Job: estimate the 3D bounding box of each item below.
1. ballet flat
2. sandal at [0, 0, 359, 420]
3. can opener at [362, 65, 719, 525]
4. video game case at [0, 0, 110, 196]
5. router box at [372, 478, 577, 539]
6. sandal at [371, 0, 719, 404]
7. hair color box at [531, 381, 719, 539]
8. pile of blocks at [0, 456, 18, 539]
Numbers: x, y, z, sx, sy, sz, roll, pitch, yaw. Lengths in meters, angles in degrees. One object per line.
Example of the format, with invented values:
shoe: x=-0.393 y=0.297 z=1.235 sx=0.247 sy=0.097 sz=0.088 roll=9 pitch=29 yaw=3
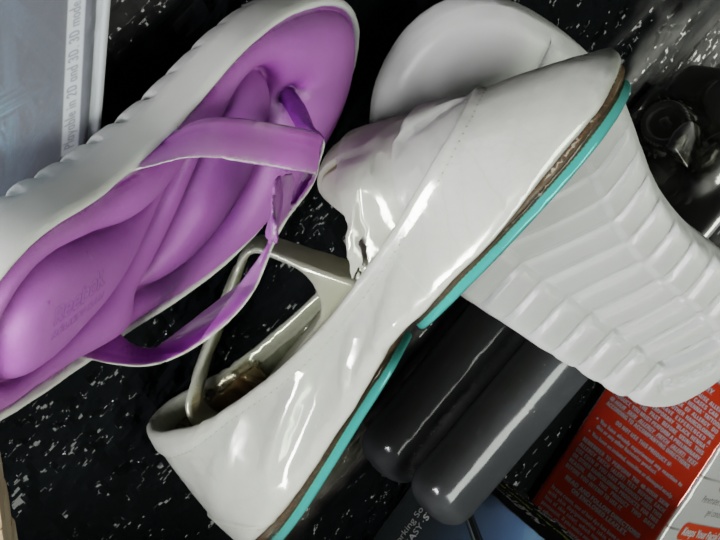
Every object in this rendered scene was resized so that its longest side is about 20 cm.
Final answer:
ballet flat: x=0.000 y=0.000 z=0.794 sx=0.069 sy=0.070 sz=0.200 roll=-1 pitch=134 yaw=-55
sandal: x=-0.047 y=-0.010 z=0.715 sx=0.203 sy=0.050 sz=0.083 roll=-43 pitch=152 yaw=-46
can opener: x=0.085 y=0.010 z=0.965 sx=0.200 sy=0.053 sz=0.067 roll=-50 pitch=150 yaw=-4
video game case: x=-0.131 y=-0.047 z=0.618 sx=0.181 sy=0.023 sz=0.201 roll=-29 pitch=143 yaw=-37
router box: x=0.032 y=0.189 z=0.973 sx=0.062 sy=0.150 sz=0.201 roll=34 pitch=93 yaw=-45
sandal: x=0.062 y=-0.021 z=0.875 sx=0.082 sy=0.050 sz=0.203 roll=-37 pitch=131 yaw=6
hair color box: x=0.125 y=0.104 z=1.115 sx=0.201 sy=0.064 sz=0.111 roll=-56 pitch=150 yaw=9
pile of blocks: x=-0.173 y=0.095 z=0.675 sx=0.199 sy=0.082 sz=0.062 roll=-31 pitch=-165 yaw=3
